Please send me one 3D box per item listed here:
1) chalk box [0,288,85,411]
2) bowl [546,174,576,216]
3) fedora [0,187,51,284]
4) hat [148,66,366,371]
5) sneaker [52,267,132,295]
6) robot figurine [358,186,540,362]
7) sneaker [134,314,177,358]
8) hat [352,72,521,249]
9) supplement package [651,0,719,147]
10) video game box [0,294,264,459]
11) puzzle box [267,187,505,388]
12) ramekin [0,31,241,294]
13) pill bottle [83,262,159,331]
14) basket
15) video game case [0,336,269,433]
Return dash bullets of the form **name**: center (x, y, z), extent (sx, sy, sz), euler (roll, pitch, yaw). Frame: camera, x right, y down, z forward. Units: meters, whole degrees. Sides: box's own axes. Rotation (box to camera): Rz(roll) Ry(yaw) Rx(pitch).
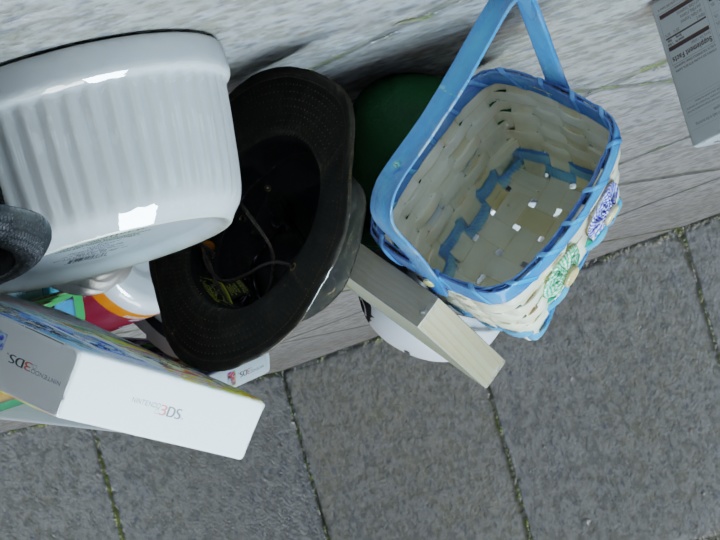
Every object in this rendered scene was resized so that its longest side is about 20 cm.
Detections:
- **chalk box**: center (-0.270, 0.033, 1.570), extent (0.199, 0.125, 0.124), euler (-1, -169, 44)
- **bowl**: center (0.113, -0.084, 1.944), extent (0.199, 0.091, 0.201), euler (-17, 175, -1)
- **fedora**: center (-0.264, -0.042, 1.206), extent (0.199, 0.092, 0.201), euler (-5, 165, -1)
- **hat**: center (-0.046, -0.023, 1.458), extent (0.081, 0.202, 0.200), euler (23, 149, -39)
- **sneaker**: center (-0.241, -0.036, 1.460), extent (0.198, 0.071, 0.080), euler (3, 150, -10)
- **robot figurine**: center (0.073, -0.029, 1.753), extent (0.149, 0.201, 0.125), euler (6, -157, -37)
- **sneaker**: center (-0.167, -0.008, 1.764), extent (0.199, 0.081, 0.076), euler (28, -146, 34)
- **hat**: center (0.011, -0.128, 1.596), extent (0.165, 0.177, 0.201), euler (-23, -149, 19)
- **supplement package**: center (0.326, -0.174, 1.570), extent (0.155, 0.112, 0.200), euler (-13, 174, -25)
- **video game box**: center (-0.183, 0.053, 1.377), extent (0.181, 0.047, 0.200), euler (19, 179, 32)
- **puzzle box**: center (0.000, 0.000, 1.559), extent (0.025, 0.200, 0.133), euler (-53, 149, -2)
- **ramekin**: center (-0.163, -0.058, 1.339), extent (0.198, 0.106, 0.200), euler (-16, 175, -2)
- **pill bottle**: center (-0.225, 0.001, 1.698), extent (0.199, 0.114, 0.113), euler (-20, 173, 40)
- **basket**: center (0.087, -0.063, 1.471), extent (0.138, 0.177, 0.200), euler (23, 163, 37)
- **video game case**: center (-0.198, 0.083, 1.715), extent (0.199, 0.023, 0.182), euler (3, -167, 31)
